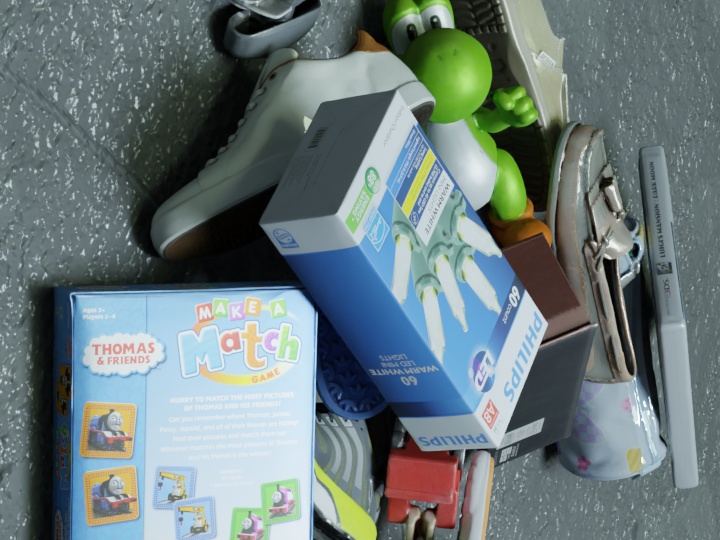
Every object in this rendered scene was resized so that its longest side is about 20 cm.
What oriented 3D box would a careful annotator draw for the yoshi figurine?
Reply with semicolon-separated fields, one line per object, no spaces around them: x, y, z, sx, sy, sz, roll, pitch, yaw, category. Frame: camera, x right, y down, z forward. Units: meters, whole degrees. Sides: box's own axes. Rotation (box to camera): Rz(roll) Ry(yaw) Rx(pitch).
0.062;-0.086;1.490;0.112;0.112;0.200;-41;124;-37;yoshi figurine

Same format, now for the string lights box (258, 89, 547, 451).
0.029;0.003;1.316;0.200;0.059;0.103;55;45;-34;string lights box

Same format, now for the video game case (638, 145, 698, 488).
0.236;0.037;1.727;0.200;0.023;0.182;77;10;-48;video game case

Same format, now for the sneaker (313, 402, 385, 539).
-0.039;0.109;1.409;0.200;0.074;0.081;60;41;-50;sneaker

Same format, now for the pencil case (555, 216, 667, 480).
0.182;0.057;1.694;0.083;0.091;0.201;-32;121;-50;pencil case

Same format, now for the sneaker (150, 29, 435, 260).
-0.056;-0.078;1.353;0.200;0.085;0.073;-32;164;-25;sneaker

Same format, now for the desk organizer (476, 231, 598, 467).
0.106;0.059;1.548;0.200;0.072;0.077;91;-24;-65;desk organizer

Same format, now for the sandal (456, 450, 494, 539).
0.087;0.206;1.450;0.079;0.059;0.207;93;6;-53;sandal

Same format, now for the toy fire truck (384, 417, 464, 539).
0.040;0.167;1.480;0.200;0.049;0.141;-69;165;-72;toy fire truck

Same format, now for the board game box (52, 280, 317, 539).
-0.100;0.108;1.281;0.151;0.037;0.201;-1;97;-26;board game box

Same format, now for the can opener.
-0.026;-0.194;1.409;0.200;0.053;0.067;-40;158;-46;can opener

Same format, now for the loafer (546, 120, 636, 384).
0.169;-0.010;1.586;0.072;0.063;0.201;-46;142;-52;loafer

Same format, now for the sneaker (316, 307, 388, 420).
0.000;0.000;1.413;0.078;0.070;0.201;120;-25;-74;sneaker

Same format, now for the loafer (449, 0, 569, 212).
0.113;-0.137;1.581;0.068;0.076;0.200;-38;124;-40;loafer
